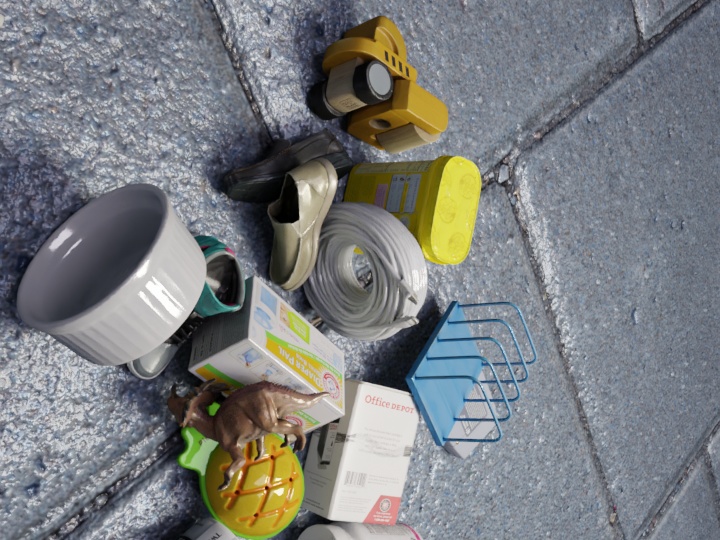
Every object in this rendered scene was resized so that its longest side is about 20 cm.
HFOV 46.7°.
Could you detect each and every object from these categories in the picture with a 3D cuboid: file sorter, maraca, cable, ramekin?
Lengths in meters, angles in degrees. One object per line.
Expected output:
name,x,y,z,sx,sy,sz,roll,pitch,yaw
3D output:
file sorter,0.183,0.158,1.316,0.200,0.122,0.139,-52,125,-45
maraca,-0.156,0.266,1.109,0.137,0.107,0.200,-44,106,-27
cable,0.000,0.000,1.163,0.069,0.200,0.201,-22,87,-44
ramekin,-0.269,0.009,0.925,0.201,0.200,0.098,-56,134,-23

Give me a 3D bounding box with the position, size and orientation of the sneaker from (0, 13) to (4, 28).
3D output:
sneaker,-0.442,-0.301,0.831,0.200,0.073,0.080,61,42,-33

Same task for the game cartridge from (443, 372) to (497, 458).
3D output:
game cartridge,0.166,0.218,1.442,0.133,0.041,0.201,-36,117,-30

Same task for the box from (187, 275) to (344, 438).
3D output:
box,-0.117,0.120,1.103,0.200,0.101,0.113,44,29,-36

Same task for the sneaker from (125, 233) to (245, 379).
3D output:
sneaker,-0.208,0.048,1.028,0.084,0.120,0.201,35,72,-37

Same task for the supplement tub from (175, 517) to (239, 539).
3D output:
supplement tub,-0.233,0.417,1.038,0.200,0.122,0.123,-35,116,-35

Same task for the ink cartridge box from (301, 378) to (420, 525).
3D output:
ink cartridge box,0.001,0.271,1.263,0.146,0.083,0.201,21,79,-42

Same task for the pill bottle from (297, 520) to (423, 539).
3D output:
pill bottle,0.001,0.434,1.249,0.200,0.113,0.114,21,80,-45

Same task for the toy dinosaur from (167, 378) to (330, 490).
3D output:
toy dinosaur,-0.143,0.173,1.026,0.199,0.086,0.136,-26,93,5

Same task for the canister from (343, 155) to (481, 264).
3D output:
canister,0.066,-0.089,1.211,0.086,0.200,0.149,15,84,-42

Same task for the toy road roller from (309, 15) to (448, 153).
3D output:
toy road roller,0.033,-0.276,1.224,0.200,0.123,0.147,26,65,-40

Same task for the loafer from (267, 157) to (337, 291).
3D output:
loafer,-0.093,-0.062,1.124,0.068,0.076,0.201,-2,123,-35

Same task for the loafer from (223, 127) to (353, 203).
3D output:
loafer,-0.106,-0.146,1.151,0.199,0.073,0.073,-18,77,-38
